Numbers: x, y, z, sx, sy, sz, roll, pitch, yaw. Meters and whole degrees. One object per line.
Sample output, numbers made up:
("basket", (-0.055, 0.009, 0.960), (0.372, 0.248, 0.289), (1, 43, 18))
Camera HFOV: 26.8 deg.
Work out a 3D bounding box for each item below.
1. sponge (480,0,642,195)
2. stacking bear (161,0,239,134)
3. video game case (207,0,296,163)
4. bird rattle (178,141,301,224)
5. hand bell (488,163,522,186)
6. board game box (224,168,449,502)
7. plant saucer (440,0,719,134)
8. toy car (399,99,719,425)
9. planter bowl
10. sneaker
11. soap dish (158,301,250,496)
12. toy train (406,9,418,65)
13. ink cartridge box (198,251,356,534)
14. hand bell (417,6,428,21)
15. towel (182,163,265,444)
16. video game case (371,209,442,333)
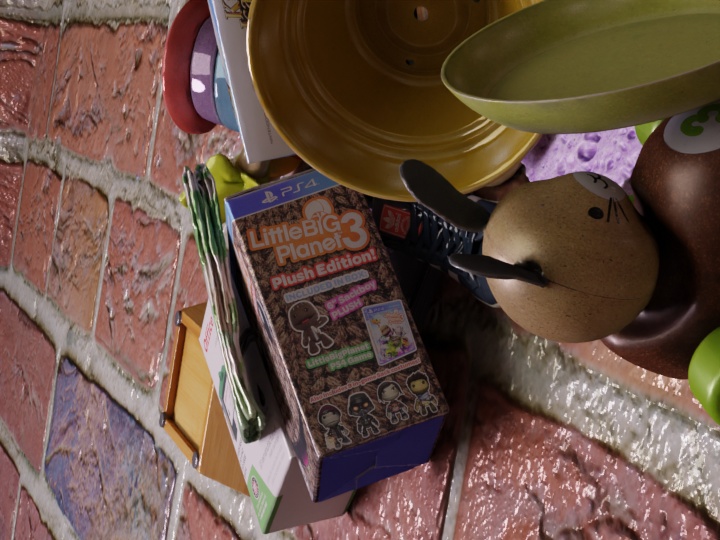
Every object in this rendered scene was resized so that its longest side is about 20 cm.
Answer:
("sponge", (0.127, -0.117, 0.958), (0.200, 0.030, 0.112), (64, 142, 36))
("stacking bear", (-0.057, -0.164, 1.287), (0.114, 0.199, 0.122), (-28, -55, -72))
("video game case", (-0.087, -0.186, 1.122), (0.200, 0.045, 0.182), (-113, 10, -75))
("bird rattle", (-0.090, -0.129, 1.438), (0.163, 0.112, 0.201), (-44, -30, -83))
("hand bell", (0.015, -0.125, 1.056), (0.104, 0.199, 0.105), (-24, 62, 58))
("board game box", (-0.021, 0.048, 1.109), (0.160, 0.096, 0.201), (98, 153, -70))
("plant saucer", (0.143, -0.117, 0.808), (0.200, 0.199, 0.031), (-138, 28, -63))
("toy car", (0.123, -0.023, 0.779), (0.164, 0.199, 0.158), (-119, 42, -55))
("planter bowl", (0.034, -0.151, 0.965), (0.084, 0.200, 0.201), (-69, 1, -58))
("sneaker", (0.054, -0.029, 1.097), (0.200, 0.084, 0.075), (-137, 57, -63))
("soap dish", (-0.139, 0.121, 1.522), (0.200, 0.081, 0.158), (-151, 70, -67))
("toy train", (0.007, -0.212, 1.145), (0.201, 0.114, 0.085), (59, -179, -6))
("ink cartridge box", (-0.065, 0.095, 1.274), (0.146, 0.084, 0.201), (110, 143, -53))
("hand bell", (0.064, -0.248, 1.057), (0.104, 0.104, 0.201), (144, 138, -61))
("towel", (-0.103, 0.029, 1.162), (0.153, 0.023, 0.201), (116, 141, -79))
("video game case", (0.000, 0.000, 1.254), (0.200, 0.019, 0.143), (55, 134, 49))
